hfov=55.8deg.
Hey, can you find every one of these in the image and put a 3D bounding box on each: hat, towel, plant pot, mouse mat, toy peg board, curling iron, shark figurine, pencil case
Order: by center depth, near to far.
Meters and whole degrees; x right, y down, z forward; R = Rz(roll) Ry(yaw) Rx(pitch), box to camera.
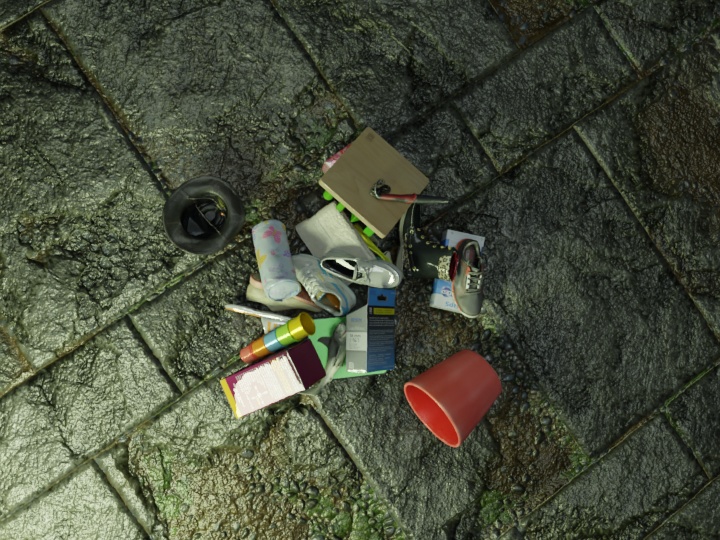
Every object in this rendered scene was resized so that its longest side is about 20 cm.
[{"bbox_3d":[0.118,-0.179,1.595,0.200,0.026,0.050,7,75,-19],"label":"curling iron"},{"bbox_3d":[0.022,-0.199,1.634,0.200,0.098,0.199,41,65,-5],"label":"toy peg board"},{"bbox_3d":[-0.203,-0.027,1.643,0.091,0.083,0.200,-1,56,-29],"label":"pencil case"},{"bbox_3d":[0.236,0.300,1.664,0.177,0.200,0.200,-36,90,-19],"label":"plant pot"},{"bbox_3d":[-0.386,-0.130,1.668,0.200,0.081,0.201,2,83,-16],"label":"hat"},{"bbox_3d":[-0.083,0.212,1.686,0.089,0.128,0.215,28,100,20],"label":"shark figurine"},{"bbox_3d":[-0.057,-0.061,1.694,0.132,0.034,0.200,-32,95,22],"label":"towel"},{"bbox_3d":[-0.034,0.193,1.722,0.200,0.008,0.161,-5,86,-9],"label":"mouse mat"}]

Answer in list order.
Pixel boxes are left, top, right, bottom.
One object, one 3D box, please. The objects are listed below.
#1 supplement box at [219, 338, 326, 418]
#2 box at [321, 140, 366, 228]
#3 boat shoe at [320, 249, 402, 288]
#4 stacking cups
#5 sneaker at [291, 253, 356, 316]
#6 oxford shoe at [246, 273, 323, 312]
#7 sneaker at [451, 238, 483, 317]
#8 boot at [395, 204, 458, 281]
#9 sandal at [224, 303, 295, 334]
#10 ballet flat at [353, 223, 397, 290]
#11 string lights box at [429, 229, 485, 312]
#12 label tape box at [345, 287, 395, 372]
[{"bbox_3d":[-0.203,0.252,1.595,0.200,0.131,0.103,-26,87,22],"label":"supplement box"},{"bbox_3d":[0.001,-0.212,1.716,0.100,0.095,0.200,-37,91,-10],"label":"box"},{"bbox_3d":[0.000,0.000,1.641,0.200,0.066,0.072,20,111,9],"label":"boat shoe"},{"bbox_3d":[-0.200,0.163,1.620,0.200,0.061,0.061,-27,89,27],"label":"stacking cups"},{"bbox_3d":[-0.102,0.033,1.675,0.200,0.081,0.077,38,117,5],"label":"sneaker"},{"bbox_3d":[-0.186,0.070,1.693,0.200,0.071,0.074,21,111,-8],"label":"oxford shoe"},{"bbox_3d":[0.269,0.017,1.678,0.077,0.082,0.200,-5,86,-8],"label":"sneaker"},{"bbox_3d":[0.174,-0.071,1.702,0.154,0.073,0.204,7,90,32],"label":"boot"},{"bbox_3d":[-0.235,0.129,1.671,0.207,0.079,0.059,13,85,2],"label":"sandal"},{"bbox_3d":[0.037,-0.042,1.727,0.200,0.067,0.067,47,52,0],"label":"ballet flat"},{"bbox_3d":[0.247,0.004,1.748,0.103,0.059,0.200,12,84,-6],"label":"string lights box"},{"bbox_3d":[0.026,0.144,1.658,0.063,0.144,0.200,-2,84,29],"label":"label tape box"}]
